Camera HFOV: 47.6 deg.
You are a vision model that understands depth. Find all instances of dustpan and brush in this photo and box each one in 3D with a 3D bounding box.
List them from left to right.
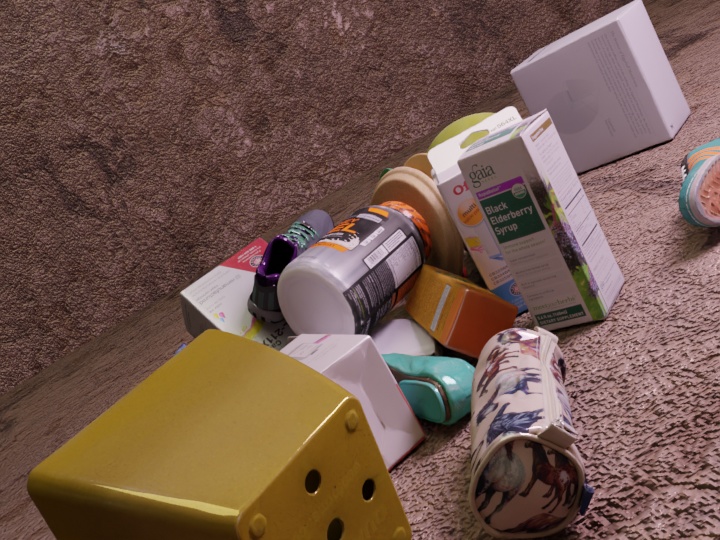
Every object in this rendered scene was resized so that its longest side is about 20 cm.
[{"bbox_3d":[0.037,0.092,0.996,0.137,0.058,0.201,-17,21,13],"label":"dustpan and brush"}]

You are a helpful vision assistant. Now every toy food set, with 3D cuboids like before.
[{"bbox_3d":[0.076,-0.048,1.110,0.048,0.203,0.197,-19,-1,-33],"label":"toy food set"}]

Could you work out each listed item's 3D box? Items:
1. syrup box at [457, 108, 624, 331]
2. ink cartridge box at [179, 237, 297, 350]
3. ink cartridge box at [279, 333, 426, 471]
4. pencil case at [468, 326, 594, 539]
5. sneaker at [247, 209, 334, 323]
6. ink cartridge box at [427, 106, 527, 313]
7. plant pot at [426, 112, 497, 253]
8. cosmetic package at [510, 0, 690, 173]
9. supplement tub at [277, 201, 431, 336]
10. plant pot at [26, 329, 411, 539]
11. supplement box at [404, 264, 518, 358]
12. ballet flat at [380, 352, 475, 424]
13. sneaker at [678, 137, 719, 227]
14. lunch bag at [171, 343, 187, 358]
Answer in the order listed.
[{"bbox_3d":[0.183,-0.048,0.821,0.078,0.202,0.081,-18,16,40],"label":"syrup box"},{"bbox_3d":[-0.115,0.071,1.064,0.145,0.199,0.084,-37,-31,-30],"label":"ink cartridge box"},{"bbox_3d":[-0.032,0.130,0.827,0.067,0.118,0.199,-35,12,-24],"label":"ink cartridge box"},{"bbox_3d":[0.124,0.110,0.611,0.090,0.078,0.200,-48,5,20],"label":"pencil case"},{"bbox_3d":[-0.078,-0.027,1.038,0.088,0.073,0.201,99,-168,-46],"label":"sneaker"},{"bbox_3d":[0.171,-0.073,0.953,0.127,0.202,0.125,-28,12,8],"label":"ink cartridge box"},{"bbox_3d":[0.185,-0.095,1.134,0.185,0.188,0.201,-27,27,14],"label":"plant pot"},{"bbox_3d":[0.384,-0.285,1.303,0.198,0.201,0.123,-18,17,45],"label":"cosmetic package"},{"bbox_3d":[0.000,0.000,1.001,0.122,0.124,0.200,-19,16,43],"label":"supplement tub"},{"bbox_3d":[-0.081,0.178,0.602,0.174,0.203,0.200,-4,26,41],"label":"plant pot"},{"bbox_3d":[0.107,0.043,0.915,0.200,0.066,0.070,-146,76,-78],"label":"supplement box"},{"bbox_3d":[0.057,0.114,0.824,0.070,0.069,0.199,-18,8,-27],"label":"ballet flat"},{"bbox_3d":[0.378,-0.094,0.875,0.199,0.072,0.079,-34,7,-39],"label":"sneaker"},{"bbox_3d":[-0.305,0.225,1.235,0.200,0.094,0.150,-45,15,-7],"label":"lunch bag"}]
